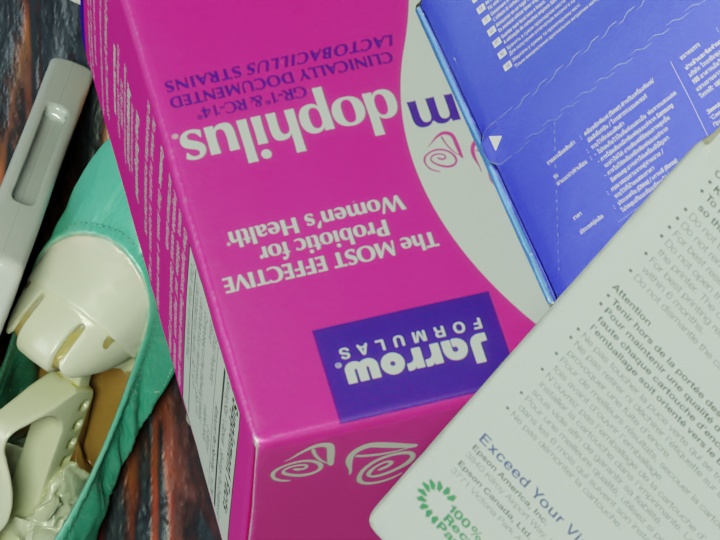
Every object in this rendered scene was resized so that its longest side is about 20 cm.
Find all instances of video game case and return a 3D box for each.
[{"bbox_3d":[-0.163,0.035,1.114,0.182,0.023,0.201,-83,15,-62],"label":"video game case"}]

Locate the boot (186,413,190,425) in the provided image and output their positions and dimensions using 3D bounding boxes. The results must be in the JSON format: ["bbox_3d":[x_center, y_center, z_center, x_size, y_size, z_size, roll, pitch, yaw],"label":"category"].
[{"bbox_3d":[0.000,0.000,0.876,0.200,0.072,0.145,27,115,60],"label":"boot"}]

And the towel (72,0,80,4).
[{"bbox_3d":[-0.100,-0.159,0.977,0.035,0.199,0.133,-55,-16,-47],"label":"towel"}]

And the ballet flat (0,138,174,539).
[{"bbox_3d":[-0.111,0.042,1.055,0.067,0.070,0.201,28,115,17],"label":"ballet flat"}]

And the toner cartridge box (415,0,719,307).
[{"bbox_3d":[0.106,-0.079,0.668,0.200,0.043,0.095,-38,66,38],"label":"toner cartridge box"}]

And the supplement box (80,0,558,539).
[{"bbox_3d":[-0.011,-0.024,0.784,0.104,0.101,0.201,100,155,-61],"label":"supplement box"}]

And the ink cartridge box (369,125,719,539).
[{"bbox_3d":[0.122,0.068,0.618,0.196,0.043,0.200,47,131,9],"label":"ink cartridge box"}]
